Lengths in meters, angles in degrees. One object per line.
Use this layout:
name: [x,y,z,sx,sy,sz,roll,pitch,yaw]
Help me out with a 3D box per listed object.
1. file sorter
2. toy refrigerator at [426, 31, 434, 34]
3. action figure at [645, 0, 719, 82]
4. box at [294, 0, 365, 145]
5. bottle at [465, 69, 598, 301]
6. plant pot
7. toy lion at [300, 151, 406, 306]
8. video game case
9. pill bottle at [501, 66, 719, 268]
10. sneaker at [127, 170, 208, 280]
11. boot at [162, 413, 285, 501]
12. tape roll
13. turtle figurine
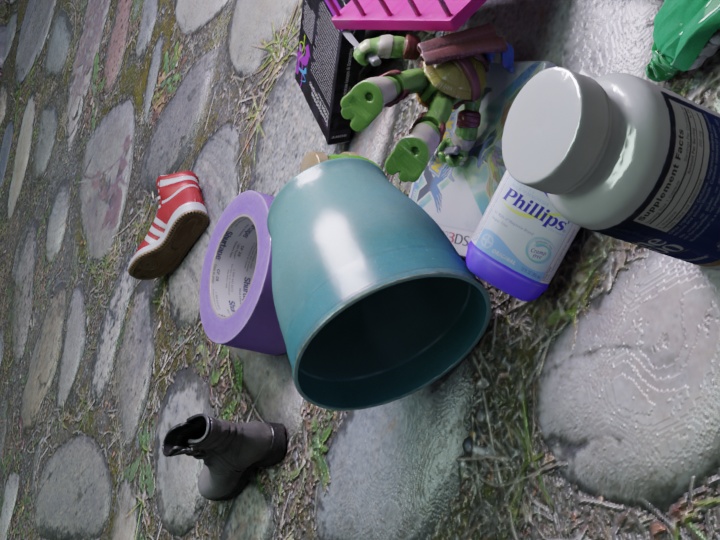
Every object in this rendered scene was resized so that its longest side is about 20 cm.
file sorter: [0.047,-0.329,1.081,0.139,0.126,0.199,-46,33,-19]
toy refrigerator: [0.029,-0.350,1.316,0.070,0.075,0.200,-64,33,18]
action figure: [0.286,-0.222,0.860,0.200,0.054,0.119,-54,38,44]
box: [-0.038,-0.277,1.354,0.201,0.036,0.144,102,152,-44]
bottle: [0.167,-0.075,0.968,0.201,0.083,0.065,-63,-8,19]
plant pot: [0.000,0.000,1.072,0.201,0.198,0.189,-52,47,34]
toy lion: [-0.001,-0.022,1.228,0.191,0.068,0.202,22,110,54]
video game case: [0.115,-0.114,1.129,0.182,0.022,0.202,17,92,59]
pill bottle: [0.203,-0.075,0.793,0.111,0.198,0.112,-31,52,50]
sneaker: [-0.314,-0.077,1.775,0.200,0.071,0.113,-41,48,33]
boot: [-0.194,0.229,1.391,0.200,0.131,0.070,-44,44,42]
tape roll: [-0.129,0.004,1.424,0.199,0.084,0.202,-29,54,50]
turtle figurine: [0.046,-0.157,1.083,0.198,0.194,0.145,0,117,29]
